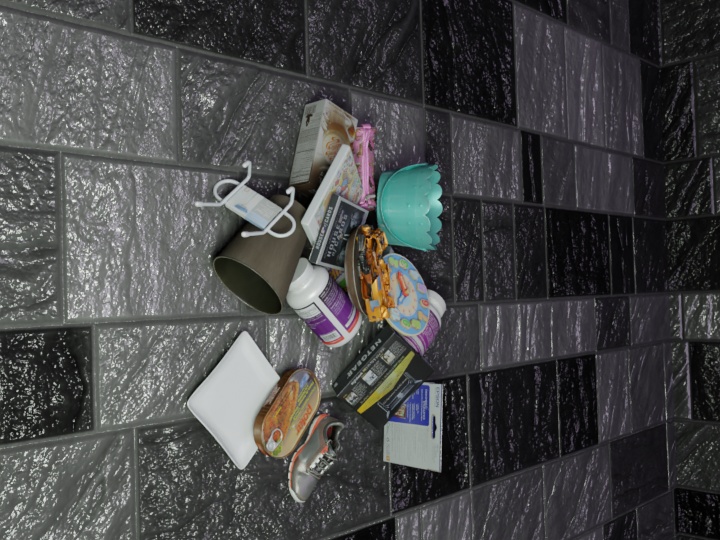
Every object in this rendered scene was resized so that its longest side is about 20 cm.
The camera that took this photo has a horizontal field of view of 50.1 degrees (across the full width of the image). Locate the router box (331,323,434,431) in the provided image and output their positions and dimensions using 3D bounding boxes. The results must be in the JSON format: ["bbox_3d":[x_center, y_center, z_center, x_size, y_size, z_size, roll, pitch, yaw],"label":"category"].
[{"bbox_3d":[0.053,0.252,1.802,0.200,0.052,0.157,-46,118,2],"label":"router box"}]

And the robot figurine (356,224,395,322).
[{"bbox_3d":[0.033,-0.001,1.686,0.145,0.056,0.206,-51,135,-70],"label":"robot figurine"}]

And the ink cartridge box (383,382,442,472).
[{"bbox_3d":[0.135,0.369,1.853,0.046,0.197,0.204,7,83,-43],"label":"ink cartridge box"}]

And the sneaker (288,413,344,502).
[{"bbox_3d":[-0.093,0.412,1.698,0.077,0.081,0.204,39,61,-36],"label":"sneaker"}]

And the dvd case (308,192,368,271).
[{"bbox_3d":[-0.044,-0.079,1.700,0.154,0.024,0.199,-71,161,2],"label":"dvd case"}]

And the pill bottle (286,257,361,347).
[{"bbox_3d":[-0.089,0.069,1.703,0.201,0.111,0.114,51,55,-31],"label":"pill bottle"}]

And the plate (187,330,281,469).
[{"bbox_3d":[-0.248,0.265,1.583,0.201,0.032,0.202,-54,123,-35],"label":"plate"}]

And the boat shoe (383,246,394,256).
[{"bbox_3d":[0.042,0.035,1.875,0.070,0.070,0.202,50,48,-27],"label":"boat shoe"}]

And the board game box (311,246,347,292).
[{"bbox_3d":[-0.068,-0.038,1.794,0.094,0.029,0.206,-24,107,-44],"label":"board game box"}]

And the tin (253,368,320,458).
[{"bbox_3d":[-0.154,0.301,1.633,0.113,0.041,0.202,53,52,-27],"label":"tin"}]

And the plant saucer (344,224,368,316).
[{"bbox_3d":[0.000,0.000,1.728,0.200,0.031,0.207,-3,90,-74],"label":"plant saucer"}]

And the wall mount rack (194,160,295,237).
[{"bbox_3d":[-0.226,-0.128,1.519,0.174,0.197,0.075,-49,163,-36],"label":"wall mount rack"}]

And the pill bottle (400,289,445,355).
[{"bbox_3d":[0.135,0.145,1.930,0.201,0.111,0.114,-51,121,-34],"label":"pill bottle"}]

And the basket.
[{"bbox_3d":[-0.190,-0.046,1.598,0.181,0.134,0.203,47,53,-32],"label":"basket"}]

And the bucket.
[{"bbox_3d":[0.121,-0.154,1.869,0.207,0.131,0.214,0,90,-75],"label":"bucket"}]

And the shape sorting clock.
[{"bbox_3d":[0.102,0.056,1.835,0.197,0.039,0.205,23,56,-37],"label":"shape sorting clock"}]

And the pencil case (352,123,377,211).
[{"bbox_3d":[0.001,-0.241,1.831,0.082,0.084,0.207,5,83,-60],"label":"pencil case"}]

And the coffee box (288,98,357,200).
[{"bbox_3d":[-0.083,-0.267,1.752,0.113,0.078,0.206,23,72,-43],"label":"coffee box"}]

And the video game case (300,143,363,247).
[{"bbox_3d":[-0.057,-0.141,1.673,0.203,0.022,0.183,-64,160,-19],"label":"video game case"}]
